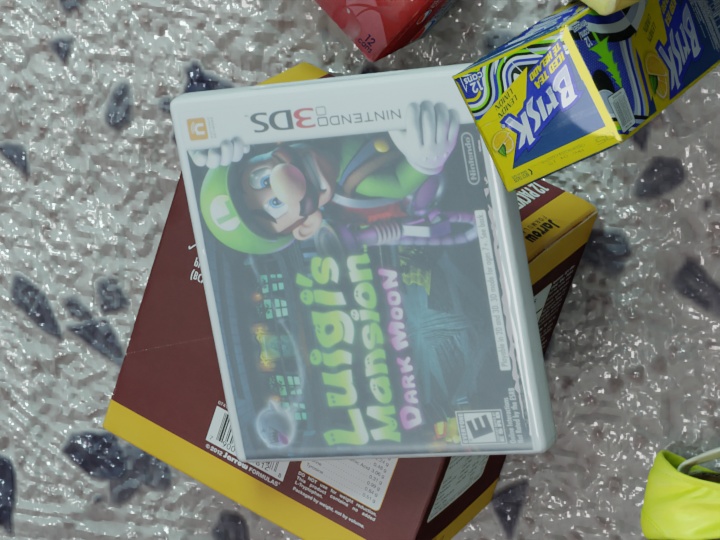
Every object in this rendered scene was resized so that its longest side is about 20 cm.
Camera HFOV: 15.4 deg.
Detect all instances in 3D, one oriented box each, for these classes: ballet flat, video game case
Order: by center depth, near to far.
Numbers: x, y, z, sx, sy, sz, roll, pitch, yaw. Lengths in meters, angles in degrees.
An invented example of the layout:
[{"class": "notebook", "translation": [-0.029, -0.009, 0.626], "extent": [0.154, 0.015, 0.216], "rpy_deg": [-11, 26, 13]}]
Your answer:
[{"class": "video game case", "translation": [0.000, 0.000, 1.366], "extent": [0.181, 0.023, 0.201], "rpy_deg": [-4, 104, 27]}, {"class": "ballet flat", "translation": [0.243, 0.121, 1.422], "extent": [0.199, 0.067, 0.067], "rpy_deg": [-2, 85, 28]}]

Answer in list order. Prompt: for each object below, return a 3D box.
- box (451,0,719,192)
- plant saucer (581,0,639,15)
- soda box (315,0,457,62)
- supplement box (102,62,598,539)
[{"class": "box", "translation": [0.121, -0.104, 1.324], "extent": [0.070, 0.200, 0.064], "rpy_deg": [-23, 96, 30]}, {"class": "plant saucer", "translation": [0.139, -0.231, 1.287], "extent": [0.048, 0.200, 0.201], "rpy_deg": [8, 103, -9]}, {"class": "soda box", "translation": [-0.028, -0.210, 1.438], "extent": [0.200, 0.070, 0.063], "rpy_deg": [47, 119, 6]}, {"class": "supplement box", "translation": [-0.007, 0.026, 1.469], "extent": [0.197, 0.133, 0.201], "rpy_deg": [27, 116, 16]}]
